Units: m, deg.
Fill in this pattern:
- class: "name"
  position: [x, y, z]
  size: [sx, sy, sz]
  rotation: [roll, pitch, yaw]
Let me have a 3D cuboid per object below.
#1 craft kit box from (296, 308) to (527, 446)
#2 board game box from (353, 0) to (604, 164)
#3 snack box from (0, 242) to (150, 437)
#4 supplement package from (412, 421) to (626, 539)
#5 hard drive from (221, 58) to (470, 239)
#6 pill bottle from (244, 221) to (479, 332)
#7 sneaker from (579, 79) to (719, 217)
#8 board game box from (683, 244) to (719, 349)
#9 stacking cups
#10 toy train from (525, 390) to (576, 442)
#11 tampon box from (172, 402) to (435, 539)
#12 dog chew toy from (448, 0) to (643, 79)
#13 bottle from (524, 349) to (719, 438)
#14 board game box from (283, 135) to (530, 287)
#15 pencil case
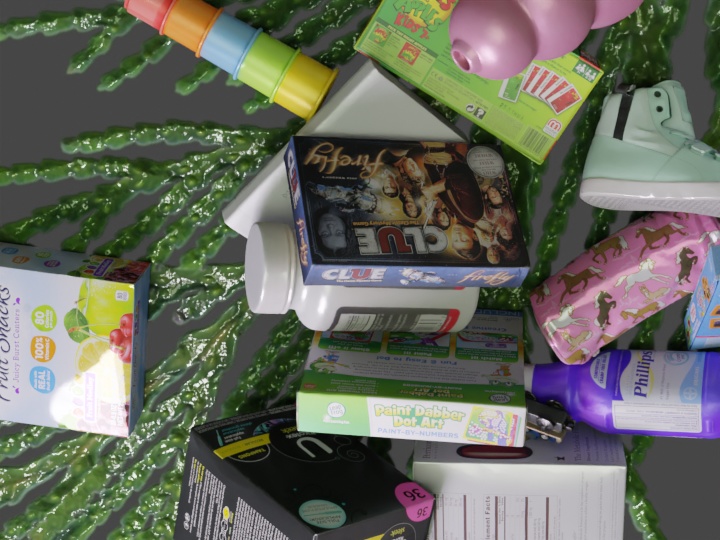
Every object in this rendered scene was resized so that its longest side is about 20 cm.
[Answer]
- class: "craft kit box"
  position: [0.052, 0.089, 1.264]
  size: [0.199, 0.198, 0.049]
  rotation: [4, 111, 5]
- class: "board game box"
  position: [0.106, -0.193, 1.234]
  size: [0.199, 0.048, 0.102]
  rotation: [31, 110, -6]
- class: "snack box"
  position: [-0.314, 0.066, 1.362]
  size: [0.199, 0.068, 0.170]
  rotation: [7, 111, 5]
- class: "supplement package"
  position: [0.153, 0.208, 1.341]
  size: [0.199, 0.114, 0.110]
  rotation: [0, 112, 5]
- class: "hard drive"
  position: [-0.013, -0.086, 1.270]
  size: [0.200, 0.027, 0.132]
  rotation: [-43, 127, 18]
- class: "pill bottle"
  position: [0.000, 0.000, 1.252]
  size: [0.199, 0.111, 0.111]
  rotation: [2, 112, -17]
- class: "sneaker"
  position: [0.296, -0.111, 1.201]
  size: [0.199, 0.074, 0.119]
  rotation: [6, 79, 22]
- class: "board game box"
  position: [0.373, 0.019, 1.213]
  size: [0.150, 0.200, 0.037]
  rotation: [-6, 70, 4]
- class: "stacking cups"
  position: [-0.119, -0.205, 1.254]
  size: [0.199, 0.061, 0.061]
  rotation: [29, 110, 0]
- class: "toy train"
  position: [0.112, 0.123, 1.324]
  size: [0.199, 0.034, 0.046]
  rotation: [18, 142, 24]
- class: "tampon box"
  position: [-0.057, 0.234, 1.305]
  size: [0.200, 0.149, 0.127]
  rotation: [31, 119, 41]
- class: "dog chew toy"
  position: [0.154, -0.233, 1.145]
  size: [0.200, 0.124, 0.125]
  rotation: [-42, 103, -16]
- class: "bottle"
  position: [0.251, 0.115, 1.312]
  size: [0.199, 0.084, 0.065]
  rotation: [1, 131, 19]
- class: "board game box"
  position: [0.040, -0.051, 1.207]
  size: [0.199, 0.136, 0.035]
  rotation: [0, 148, -18]
- class: "pencil case"
  position: [0.255, 0.006, 1.275]
  size: [0.200, 0.086, 0.083]
  rotation: [-34, 61, 16]
